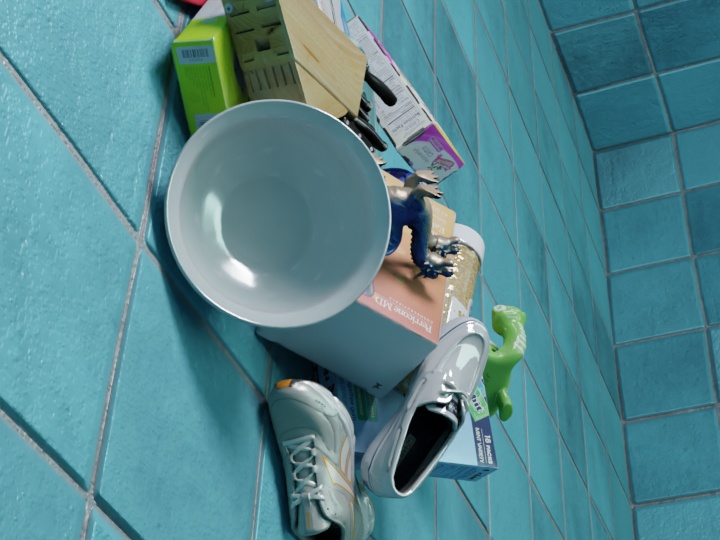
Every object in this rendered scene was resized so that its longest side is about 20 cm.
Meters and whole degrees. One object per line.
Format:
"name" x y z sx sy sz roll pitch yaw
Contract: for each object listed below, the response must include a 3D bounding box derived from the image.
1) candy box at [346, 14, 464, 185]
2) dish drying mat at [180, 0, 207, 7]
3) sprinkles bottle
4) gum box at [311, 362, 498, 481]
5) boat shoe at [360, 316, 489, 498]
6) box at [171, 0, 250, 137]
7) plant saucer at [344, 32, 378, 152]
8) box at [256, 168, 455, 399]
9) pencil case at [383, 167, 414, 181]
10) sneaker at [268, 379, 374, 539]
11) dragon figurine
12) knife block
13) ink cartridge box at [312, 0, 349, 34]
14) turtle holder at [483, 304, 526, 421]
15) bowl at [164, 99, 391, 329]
"candy box" 0.044 -0.216 1.712 0.200 0.061 0.136 59 8 26
"dish drying mat" -0.154 -0.298 1.350 0.200 0.018 0.077 -11 89 -72
"sprinkles bottle" 0.085 0.042 1.416 0.068 0.068 0.200 61 33 -41
"gum box" 0.044 0.128 1.408 0.199 0.045 0.171 12 57 -33
"boat shoe" 0.077 0.135 1.291 0.073 0.065 0.201 34 76 -23
"box" -0.124 -0.202 1.292 0.200 0.047 0.122 -70 155 -58
"plant saucer" -0.006 -0.171 1.500 0.200 0.027 0.201 -4 90 -80
"box" 0.000 0.000 1.350 0.152 0.106 0.200 29 41 -17
"pencil case" 0.062 -0.040 1.715 0.078 0.086 0.201 -84 158 -55
"sneaker" -0.041 0.200 1.269 0.092 0.075 0.201 -60 133 -59
"dragon figurine" 0.015 -0.053 1.267 0.059 0.199 0.100 -104 -149 -57
"knife block" -0.038 -0.197 1.275 0.175 0.064 0.201 -36 115 -54
"ink cartridge box" -0.068 -0.294 1.499 0.200 0.066 0.116 -54 131 -76
"turtle holder" 0.113 0.116 1.639 0.140 0.186 0.132 17 26 -27
"bowl" -0.079 -0.045 1.192 0.090 0.200 0.202 158 -79 -75
